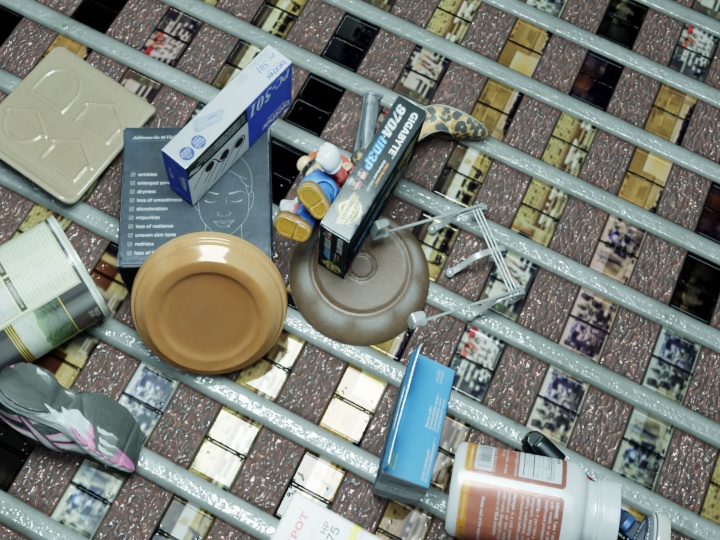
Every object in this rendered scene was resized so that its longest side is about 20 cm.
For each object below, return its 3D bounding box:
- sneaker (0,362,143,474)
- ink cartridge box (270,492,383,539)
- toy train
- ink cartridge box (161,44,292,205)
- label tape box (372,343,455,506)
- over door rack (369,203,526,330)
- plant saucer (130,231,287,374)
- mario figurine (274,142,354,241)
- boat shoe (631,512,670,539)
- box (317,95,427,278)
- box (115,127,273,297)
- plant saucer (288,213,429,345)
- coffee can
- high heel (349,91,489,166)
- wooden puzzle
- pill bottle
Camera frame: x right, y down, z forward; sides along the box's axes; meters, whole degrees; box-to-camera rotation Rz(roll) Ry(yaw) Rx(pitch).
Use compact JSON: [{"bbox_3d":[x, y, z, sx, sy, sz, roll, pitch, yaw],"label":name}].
[{"bbox_3d":[-0.363,0.191,1.120,0.198,0.086,0.081,35,40,-9],"label":"sneaker"},{"bbox_3d":[-0.023,0.374,1.026,0.197,0.147,0.148,26,68,7],"label":"ink cartridge box"},{"bbox_3d":[0.285,0.276,1.141,0.199,0.046,0.034,42,71,12],"label":"toy train"},{"bbox_3d":[-0.163,-0.183,1.139,0.044,0.094,0.201,36,69,11],"label":"ink cartridge box"},{"bbox_3d":[0.066,0.189,1.077,0.065,0.201,0.146,16,67,1],"label":"label tape box"},{"bbox_3d":[0.113,-0.005,1.222,0.197,0.067,0.150,-11,68,-31],"label":"over door rack"},{"bbox_3d":[-0.188,0.050,1.128,0.196,0.204,0.038,-2,30,-5],"label":"plant saucer"},{"bbox_3d":[-0.070,-0.115,1.211,0.121,0.200,0.108,-12,109,15],"label":"mario figurine"},{"bbox_3d":[0.296,0.373,1.073,0.091,0.075,0.203,20,82,8],"label":"boat shoe"},{"bbox_3d":[0.012,-0.104,1.167,0.045,0.159,0.202,29,74,4],"label":"box"},{"bbox_3d":[-0.214,-0.077,1.206,0.195,0.124,0.201,-1,69,-5],"label":"box"},{"bbox_3d":[0.000,0.000,1.239,0.196,0.037,0.204,2,67,-4],"label":"plant saucer"},{"bbox_3d":[-0.435,0.045,1.129,0.198,0.147,0.147,-33,73,-16],"label":"coffee can"},{"bbox_3d":[0.084,-0.168,1.307,0.196,0.071,0.146,10,83,-7],"label":"high heel"},{"bbox_3d":[-0.419,-0.204,1.289,0.184,0.046,0.201,33,65,9],"label":"wooden puzzle"},{"bbox_3d":[0.206,0.279,1.084,0.196,0.113,0.114,9,67,11],"label":"pill bottle"}]
